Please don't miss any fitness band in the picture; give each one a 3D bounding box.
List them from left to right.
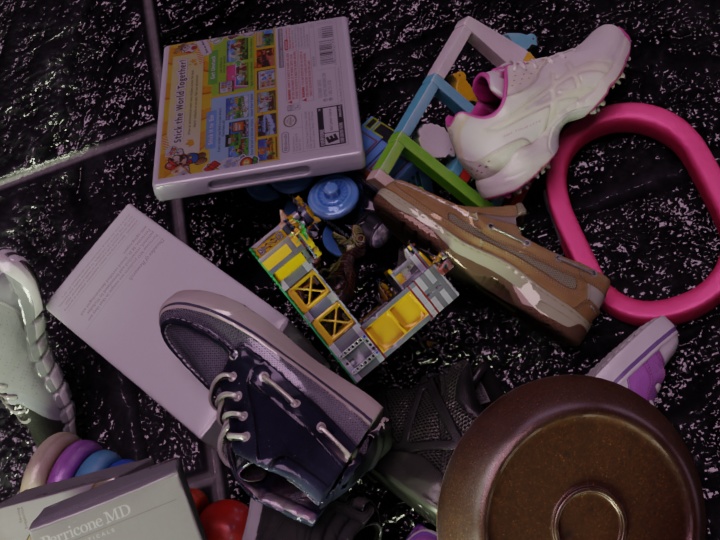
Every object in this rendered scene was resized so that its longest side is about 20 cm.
[{"bbox_3d":[0.234,-0.050,0.839,0.142,0.037,0.202,-21,63,6],"label":"fitness band"}]

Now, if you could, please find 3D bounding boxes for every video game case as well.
[{"bbox_3d":[-0.092,-0.150,0.905,0.180,0.023,0.202,-9,48,3],"label":"video game case"}]

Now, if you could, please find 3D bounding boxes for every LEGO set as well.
[{"bbox_3d":[0.000,0.000,0.782,0.116,0.200,0.154,-39,81,-4],"label":"LEGO set"}]

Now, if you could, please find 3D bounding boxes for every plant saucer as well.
[{"bbox_3d":[0.151,0.173,0.688,0.198,0.034,0.203,1,86,-10],"label":"plant saucer"}]

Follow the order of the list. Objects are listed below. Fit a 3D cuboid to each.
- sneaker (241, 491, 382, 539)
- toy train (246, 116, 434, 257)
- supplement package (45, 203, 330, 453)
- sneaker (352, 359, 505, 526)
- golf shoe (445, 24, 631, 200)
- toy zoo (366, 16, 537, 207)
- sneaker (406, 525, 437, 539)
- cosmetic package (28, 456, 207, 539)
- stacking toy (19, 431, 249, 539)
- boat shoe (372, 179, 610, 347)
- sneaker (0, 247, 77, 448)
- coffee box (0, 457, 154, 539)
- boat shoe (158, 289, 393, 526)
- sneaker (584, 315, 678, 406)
[{"bbox_3d":[-0.030,0.166,0.747,0.098,0.071,0.202,-7,47,13],"label":"sneaker"},{"bbox_3d":[-0.032,-0.096,0.917,0.199,0.087,0.114,35,71,29],"label":"toy train"},{"bbox_3d":[-0.145,0.057,0.859,0.199,0.117,0.118,33,78,27],"label":"supplement package"},{"bbox_3d":[0.043,0.113,0.785,0.114,0.076,0.199,-46,36,-15],"label":"sneaker"},{"bbox_3d":[0.151,-0.152,0.844,0.092,0.075,0.200,46,70,-12],"label":"golf shoe"},{"bbox_3d":[0.105,-0.124,0.872,0.201,0.131,0.020,-59,19,-14],"label":"toy zoo"},{"bbox_3d":[0.008,0.246,0.754,0.198,0.073,0.115,4,54,18],"label":"sneaker"},{"bbox_3d":[-0.137,0.239,0.674,0.106,0.090,0.202,-21,93,-11],"label":"cosmetic package"},{"bbox_3d":[-0.176,0.195,0.831,0.198,0.086,0.086,10,69,16],"label":"stacking toy"},{"bbox_3d":[0.106,-0.022,0.805,0.199,0.072,0.077,34,83,3],"label":"boat shoe"},{"bbox_3d":[-0.315,0.089,0.845,0.075,0.202,0.115,17,35,41],"label":"sneaker"},{"bbox_3d":[-0.195,0.258,0.760,0.112,0.080,0.202,-15,88,9],"label":"coffee box"},{"bbox_3d":[-0.080,0.093,0.706,0.199,0.075,0.093,29,46,15],"label":"boat shoe"},{"bbox_3d":[0.197,0.135,0.757,0.114,0.073,0.201,41,77,9],"label":"sneaker"}]
